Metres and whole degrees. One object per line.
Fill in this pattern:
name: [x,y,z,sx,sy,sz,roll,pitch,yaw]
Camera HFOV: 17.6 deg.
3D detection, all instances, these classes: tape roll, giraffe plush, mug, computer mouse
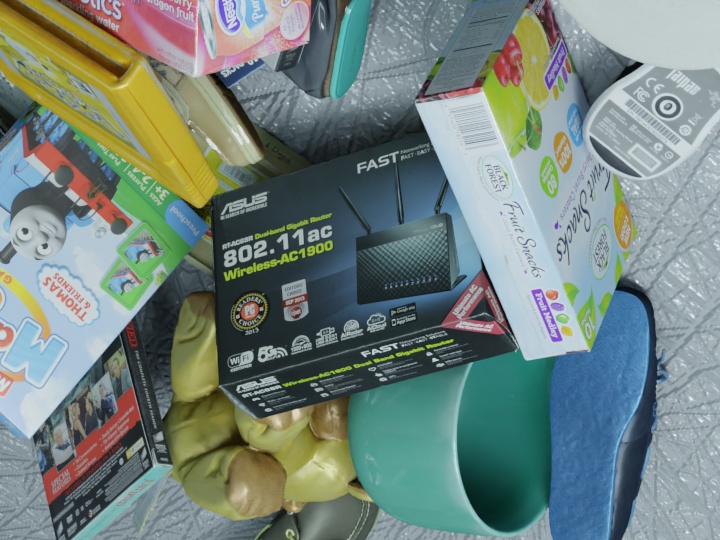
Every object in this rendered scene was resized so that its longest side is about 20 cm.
tape roll: [0.192,-0.219,1.375,0.203,0.037,0.203,13,116,27]
giraffe plush: [-0.058,0.121,1.704,0.162,0.173,0.200,9,130,-35]
mug: [0.067,0.119,1.646,0.114,0.152,0.185,3,129,36]
computer mouse: [0.216,-0.136,1.460,0.110,0.044,0.200,38,126,-12]

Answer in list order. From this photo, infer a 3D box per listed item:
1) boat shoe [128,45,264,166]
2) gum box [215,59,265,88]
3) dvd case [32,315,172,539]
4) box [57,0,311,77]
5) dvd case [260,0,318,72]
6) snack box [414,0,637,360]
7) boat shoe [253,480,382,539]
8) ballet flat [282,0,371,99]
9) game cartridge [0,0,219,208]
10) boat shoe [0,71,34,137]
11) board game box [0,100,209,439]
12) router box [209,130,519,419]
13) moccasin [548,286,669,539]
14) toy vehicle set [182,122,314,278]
boat shoe: [-0.146,-0.139,1.586,0.063,0.073,0.200,-43,90,3]
gum box: [-0.088,-0.238,1.516,0.170,0.045,0.200,-29,111,37]
dvd case: [-0.205,0.090,1.744,0.022,0.200,0.146,5,146,-39]
box: [-0.127,-0.204,1.409,0.200,0.095,0.103,30,127,38]
dvd case: [-0.066,-0.243,1.416,0.150,0.025,0.200,45,136,25]
snack box: [0.111,-0.065,1.492,0.053,0.142,0.200,-8,120,28]
boat shoe: [-0.045,0.219,1.834,0.072,0.060,0.202,36,131,-5]
ballet flat: [-0.016,-0.192,1.448,0.073,0.073,0.200,25,134,5]
game cartridge: [-0.185,-0.125,1.489,0.176,0.032,0.200,33,168,20]
boat shoe: [-0.260,-0.157,1.646,0.076,0.060,0.200,-30,109,37]
board game box: [-0.223,-0.007,1.616,0.151,0.200,0.037,45,164,-19]
router box: [0.000,0.000,1.558,0.200,0.150,0.062,-16,148,18]
moccasin: [0.170,0.104,1.638,0.080,0.068,0.200,20,108,26]
toy vehicle set: [-0.097,-0.053,1.673,0.200,0.027,0.124,34,132,-3]
